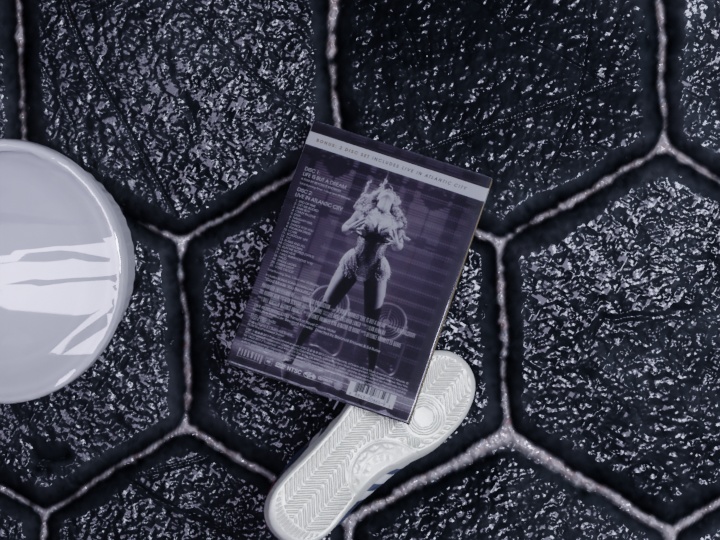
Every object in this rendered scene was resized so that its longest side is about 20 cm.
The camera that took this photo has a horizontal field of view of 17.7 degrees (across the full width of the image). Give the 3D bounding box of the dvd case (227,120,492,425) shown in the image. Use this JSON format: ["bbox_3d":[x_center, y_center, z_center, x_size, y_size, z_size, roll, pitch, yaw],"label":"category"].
[{"bbox_3d":[0.000,0.000,1.759,0.148,0.016,0.201,18,79,8],"label":"dvd case"}]

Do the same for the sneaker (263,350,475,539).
[{"bbox_3d":[0.001,0.135,1.782,0.200,0.085,0.075,-38,90,-13],"label":"sneaker"}]

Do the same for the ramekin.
[{"bbox_3d":[-0.267,-0.004,1.799,0.201,0.094,0.204,1,96,11],"label":"ramekin"}]
